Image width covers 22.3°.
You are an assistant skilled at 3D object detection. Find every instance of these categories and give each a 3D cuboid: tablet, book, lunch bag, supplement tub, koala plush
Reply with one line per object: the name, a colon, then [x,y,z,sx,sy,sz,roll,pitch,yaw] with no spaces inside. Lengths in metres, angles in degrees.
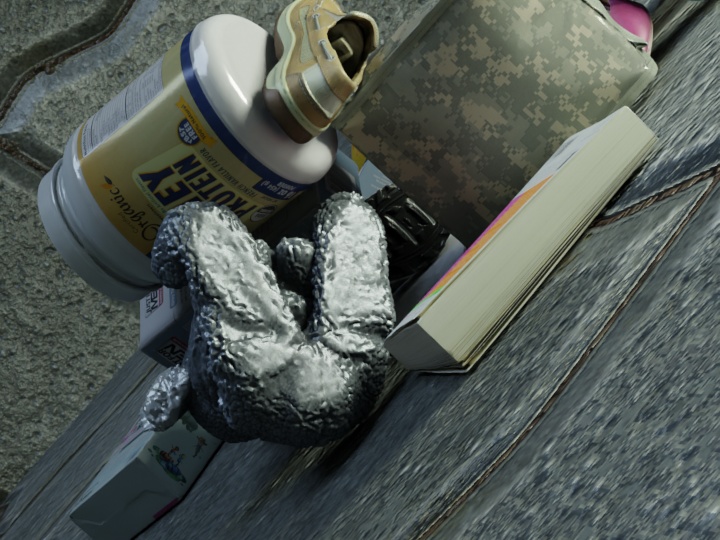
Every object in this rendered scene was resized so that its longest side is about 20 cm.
tablet: [0.041,0.016,1.487,0.130,0.014,0.200,-45,8,18]
book: [0.101,-0.019,1.218,0.200,0.048,0.134,-48,5,-12]
lunch bag: [0.101,-0.138,1.353,0.200,0.164,0.118,-46,8,18]
supplement tub: [-0.132,-0.080,1.366,0.200,0.145,0.145,-37,11,24]
koala plush: [-0.077,0.067,1.342,0.176,0.185,0.200,-3,-23,-26]

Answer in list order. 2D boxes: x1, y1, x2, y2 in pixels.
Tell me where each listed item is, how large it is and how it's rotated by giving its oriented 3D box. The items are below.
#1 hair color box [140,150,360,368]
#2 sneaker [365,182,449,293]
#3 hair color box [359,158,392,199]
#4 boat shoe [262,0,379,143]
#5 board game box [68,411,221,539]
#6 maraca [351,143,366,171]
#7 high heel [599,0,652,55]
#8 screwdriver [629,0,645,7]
hair color box: [-0.088,-0.011,1.450,0.200,0.061,0.099,-37,36,23]
sneaker: [0.000,0.000,1.485,0.200,0.074,0.079,-47,2,0]
hair color box: [0.027,-0.074,1.565,0.201,0.060,0.099,-64,1,11]
boat shoe: [-0.018,-0.159,1.331,0.076,0.072,0.200,-34,24,20]
board game box: [-0.186,0.167,1.793,0.147,0.064,0.200,-39,13,44]
maraca: [0.063,-0.110,1.694,0.137,0.107,0.200,-43,32,-7]
high heel: [0.165,-0.199,1.442,0.200,0.095,0.068,-111,36,-64]
screwdriver: [0.188,-0.237,1.641,0.029,0.028,0.200,-24,23,-27]
